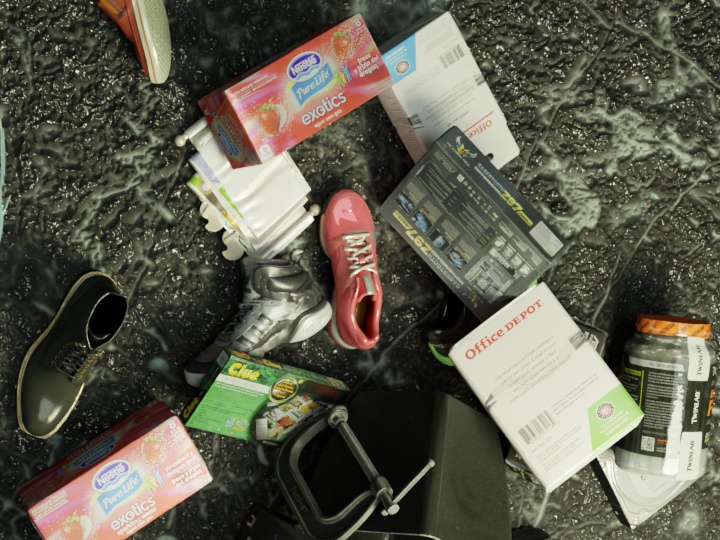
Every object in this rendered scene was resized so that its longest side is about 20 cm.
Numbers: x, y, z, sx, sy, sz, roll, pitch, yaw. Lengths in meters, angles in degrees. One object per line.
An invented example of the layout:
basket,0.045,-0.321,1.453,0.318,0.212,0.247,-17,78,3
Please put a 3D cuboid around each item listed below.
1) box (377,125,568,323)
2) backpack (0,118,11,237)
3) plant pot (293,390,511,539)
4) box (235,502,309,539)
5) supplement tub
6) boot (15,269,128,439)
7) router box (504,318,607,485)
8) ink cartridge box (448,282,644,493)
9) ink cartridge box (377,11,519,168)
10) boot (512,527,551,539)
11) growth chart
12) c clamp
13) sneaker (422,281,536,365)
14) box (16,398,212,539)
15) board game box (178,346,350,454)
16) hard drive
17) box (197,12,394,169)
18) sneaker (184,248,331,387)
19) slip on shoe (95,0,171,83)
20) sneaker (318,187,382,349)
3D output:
box,0.132,-0.052,1.698,0.200,0.158,0.051,47,49,5
backpack,-0.463,-0.078,1.501,0.175,0.150,0.203,1,100,-23
plant pot,0.065,0.249,1.705,0.199,0.198,0.180,32,61,-48
box,-0.073,0.367,1.673,0.121,0.200,0.107,30,85,-22
supplement tub,0.398,0.163,1.842,0.121,0.122,0.203,3,95,-22
boot,-0.323,0.100,1.576,0.077,0.138,0.202,20,89,-22
router box,0.250,0.171,1.798,0.061,0.150,0.202,21,82,12
ink cartridge box,0.220,0.140,1.688,0.145,0.084,0.201,-36,75,-1
ink cartridge box,0.099,-0.203,1.747,0.115,0.068,0.201,-34,107,-15
boot,0.168,0.422,1.851,0.197,0.070,0.134,-6,103,-17
growth chart,-0.137,-0.107,1.692,0.144,0.018,0.201,-33,107,-15
c clamp,-0.017,0.229,1.641,0.171,0.200,0.027,-49,134,5
sneaker,0.155,0.028,1.793,0.084,0.077,0.201,43,79,-24
box,-0.284,0.246,1.630,0.199,0.100,0.096,-32,107,-15
board game box,-0.111,0.157,1.676,0.199,0.024,0.105,21,112,-44
hard drive,0.374,0.231,1.926,0.139,0.038,0.202,-32,106,-16
box,-0.075,-0.208,1.647,0.199,0.102,0.095,-33,103,-22
sneaker,-0.135,0.050,1.675,0.199,0.075,0.115,-29,114,-21
slip on shoe,-0.265,-0.306,1.598,0.060,0.074,0.202,-15,111,16
sneaker,0.000,0.000,1.720,0.073,0.087,0.203,-9,100,-21
